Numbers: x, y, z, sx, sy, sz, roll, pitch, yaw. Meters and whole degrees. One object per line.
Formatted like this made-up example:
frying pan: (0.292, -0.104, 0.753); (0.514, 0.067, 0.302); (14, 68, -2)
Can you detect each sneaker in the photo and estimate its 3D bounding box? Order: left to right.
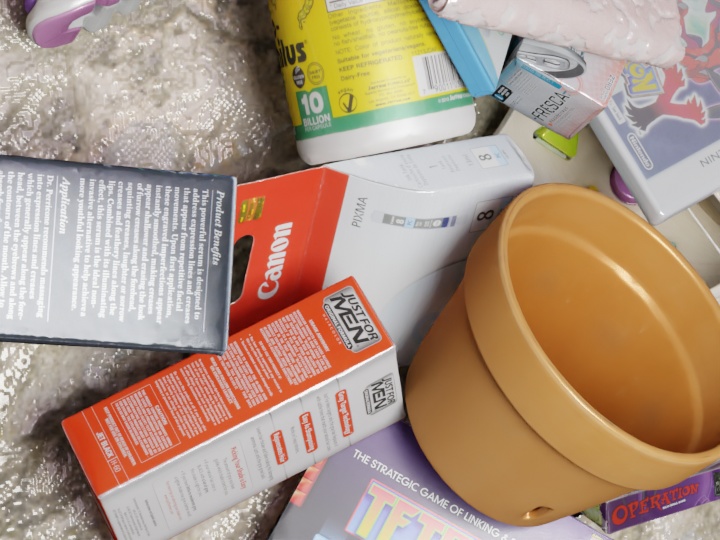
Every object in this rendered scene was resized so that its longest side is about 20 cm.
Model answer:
sneaker: (-0.133, -0.215, 1.476); (0.200, 0.080, 0.089); (-25, 81, -26)

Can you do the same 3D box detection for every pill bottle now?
pill bottle: (-0.002, -0.172, 1.436); (0.112, 0.113, 0.201); (-13, 95, -23)

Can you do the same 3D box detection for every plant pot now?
plant pot: (0.121, 0.066, 1.469); (0.200, 0.140, 0.201); (28, 40, -26)

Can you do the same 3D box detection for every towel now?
towel: (0.109, -0.223, 1.402); (0.199, 0.032, 0.192); (7, 70, -39)

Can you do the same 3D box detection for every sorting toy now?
sorting toy: (0.149, -0.037, 1.587); (0.180, 0.107, 0.200); (-36, 85, -5)

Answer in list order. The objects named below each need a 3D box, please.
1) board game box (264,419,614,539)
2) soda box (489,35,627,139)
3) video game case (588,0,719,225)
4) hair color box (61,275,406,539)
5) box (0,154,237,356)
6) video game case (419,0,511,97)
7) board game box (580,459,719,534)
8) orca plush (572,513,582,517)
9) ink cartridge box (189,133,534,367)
board game box: (0.037, 0.198, 1.520); (0.199, 0.057, 0.166); (29, 78, 0)
soda box: (0.151, -0.187, 1.495); (0.068, 0.064, 0.201); (28, 67, -7)
video game case: (0.211, -0.154, 1.549); (0.182, 0.023, 0.201); (-28, 82, -23)
hair color box: (-0.075, 0.091, 1.455); (0.199, 0.102, 0.061); (-26, 62, -9)
box: (-0.191, -0.010, 1.404); (0.199, 0.148, 0.108); (5, 88, -24)
video game case: (0.065, -0.221, 1.437); (0.143, 0.018, 0.200); (59, 33, -33)
board game box: (0.219, 0.117, 1.601); (0.199, 0.120, 0.032); (-14, 111, -24)
orca plush: (0.142, 0.218, 1.592); (0.105, 0.071, 0.200); (-39, 104, -19)
ink cartridge box: (0.000, 0.000, 1.491); (0.199, 0.160, 0.047); (-12, 50, -25)
